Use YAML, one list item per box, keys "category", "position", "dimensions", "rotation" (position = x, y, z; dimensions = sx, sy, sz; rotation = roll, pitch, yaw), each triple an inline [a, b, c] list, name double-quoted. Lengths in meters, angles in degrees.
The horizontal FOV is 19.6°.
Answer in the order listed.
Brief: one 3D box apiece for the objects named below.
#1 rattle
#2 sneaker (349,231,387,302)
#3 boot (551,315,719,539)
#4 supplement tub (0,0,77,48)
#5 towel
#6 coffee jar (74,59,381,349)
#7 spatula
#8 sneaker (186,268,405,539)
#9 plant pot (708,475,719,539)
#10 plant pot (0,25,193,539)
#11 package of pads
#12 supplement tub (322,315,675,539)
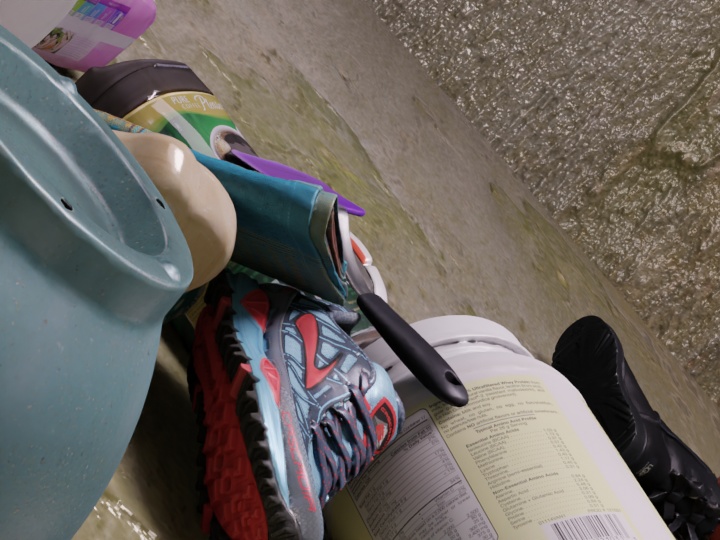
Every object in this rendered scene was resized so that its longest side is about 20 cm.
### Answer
- category: "rattle"
  position: [-0.113, 0.030, 0.871]
  dimensions: [0.200, 0.130, 0.143]
  rotation: [104, -25, -64]
- category: "sneaker"
  position: [-0.071, -0.018, 1.188]
  dimensions: [0.200, 0.077, 0.082]
  rotation: [41, 17, 27]
- category: "boot"
  position: [0.263, 0.150, 1.938]
  dimensions: [0.162, 0.073, 0.198]
  rotation: [39, 22, -35]
- category: "supplement tub"
  position: [-0.223, -0.191, 0.946]
  dimensions: [0.200, 0.144, 0.144]
  rotation: [53, 11, 17]
- category: "towel"
  position: [-0.099, -0.044, 0.933]
  dimensions: [0.200, 0.022, 0.147]
  rotation: [22, -12, 8]
- category: "coffee jar"
  position: [-0.079, -0.020, 1.096]
  dimensions: [0.200, 0.085, 0.104]
  rotation: [52, 18, 11]
- category: "spatula"
  position: [0.000, 0.000, 1.021]
  dimensions: [0.056, 0.021, 0.200]
  rotation: [13, 32, -44]
- category: "sneaker"
  position: [-0.022, 0.062, 0.936]
  dimensions: [0.095, 0.079, 0.200]
  rotation: [9, 30, -13]
- category: "plant pot"
  position: [0.446, 0.274, 1.983]
  dimensions: [0.201, 0.201, 0.195]
  rotation: [32, 29, -59]
- category: "plant pot"
  position: [-0.138, 0.002, 0.650]
  dimensions: [0.200, 0.134, 0.200]
  rotation: [48, 11, -12]
- category: "package of pads"
  position: [-0.202, -0.185, 1.200]
  dimensions: [0.121, 0.076, 0.200]
  rotation: [49, 10, 11]
- category: "supplement tub"
  position: [0.067, 0.131, 1.001]
  dimensions: [0.145, 0.145, 0.200]
  rotation: [39, 15, -44]
